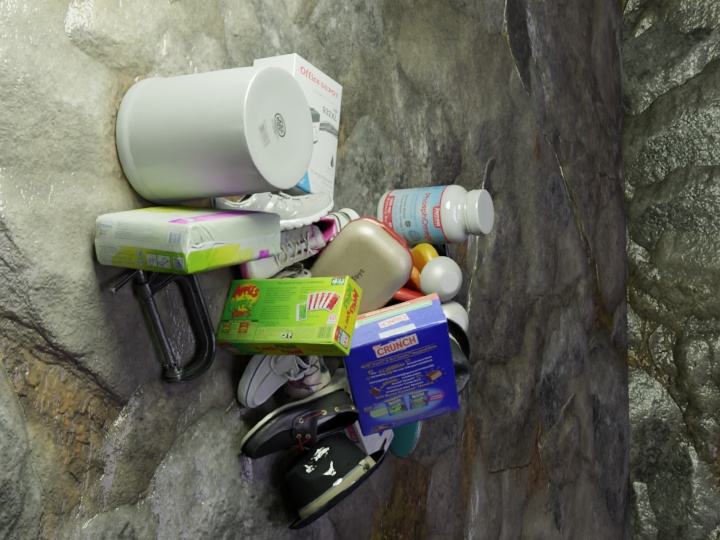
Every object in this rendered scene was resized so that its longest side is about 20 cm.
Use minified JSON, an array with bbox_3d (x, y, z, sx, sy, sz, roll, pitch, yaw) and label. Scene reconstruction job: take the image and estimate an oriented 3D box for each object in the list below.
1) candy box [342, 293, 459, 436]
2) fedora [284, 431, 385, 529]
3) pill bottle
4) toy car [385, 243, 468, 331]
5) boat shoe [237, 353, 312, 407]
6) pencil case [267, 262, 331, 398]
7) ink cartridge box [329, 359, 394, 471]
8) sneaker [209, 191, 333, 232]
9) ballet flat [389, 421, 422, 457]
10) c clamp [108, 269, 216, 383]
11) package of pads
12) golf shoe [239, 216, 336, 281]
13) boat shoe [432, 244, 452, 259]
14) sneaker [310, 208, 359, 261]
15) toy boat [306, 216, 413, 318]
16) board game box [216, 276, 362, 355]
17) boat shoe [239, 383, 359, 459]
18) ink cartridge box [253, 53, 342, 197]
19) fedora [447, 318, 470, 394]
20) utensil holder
[{"bbox_3d":[0.061,0.151,1.589,0.077,0.169,0.200,-110,-173,-50],"label":"candy box"},{"bbox_3d":[-0.057,0.316,1.580,0.092,0.201,0.201,52,32,5],"label":"fedora"},{"bbox_3d":[0.140,-0.102,1.869,0.109,0.200,0.109,8,80,-60],"label":"pill bottle"},{"bbox_3d":[0.098,0.057,1.857,0.150,0.175,0.200,-16,105,-24],"label":"toy car"},{"bbox_3d":[-0.104,0.126,1.470,0.200,0.065,0.074,-56,150,6],"label":"boat shoe"},{"bbox_3d":[-0.099,0.092,1.557,0.089,0.078,0.200,-38,121,-61],"label":"pencil case"},{"bbox_3d":[0.002,0.250,1.770,0.095,0.037,0.200,-57,133,-47],"label":"ink cartridge box"},{"bbox_3d":[-0.127,-0.094,1.468,0.200,0.075,0.082,-17,95,-33],"label":"sneaker"},{"bbox_3d":[0.083,0.247,1.886,0.072,0.072,0.201,2,87,-60],"label":"ballet flat"},{"bbox_3d":[-0.256,0.069,1.339,0.171,0.027,0.200,-56,134,-54],"label":"c clamp"},{"bbox_3d":[-0.218,-0.043,1.278,0.200,0.154,0.068,-13,107,-60],"label":"package of pads"},{"bbox_3d":[-0.110,-0.042,1.535,0.200,0.091,0.075,-45,128,-50],"label":"golf shoe"},{"bbox_3d":[0.144,-0.047,2.006,0.057,0.067,0.200,-8,89,-71],"label":"boat shoe"},{"bbox_3d":[-0.037,0.003,1.697,0.115,0.076,0.201,-20,98,-50],"label":"sneaker"},{"bbox_3d":[0.000,0.000,1.603,0.130,0.200,0.131,43,26,0],"label":"toy boat"},{"bbox_3d":[-0.103,0.066,1.427,0.048,0.200,0.102,45,50,-50],"label":"board game box"},{"bbox_3d":[-0.089,0.236,1.516,0.201,0.063,0.074,-20,147,-36],"label":"boat shoe"},{"bbox_3d":[-0.104,-0.215,1.562,0.145,0.084,0.200,23,68,-58],"label":"ink cartridge box"},{"bbox_3d":[0.116,0.176,1.738,0.200,0.092,0.201,-9,112,-22],"label":"fedora"},{"bbox_3d":[-0.184,-0.176,1.301,0.170,0.200,0.170,8,81,-61],"label":"utensil holder"}]
